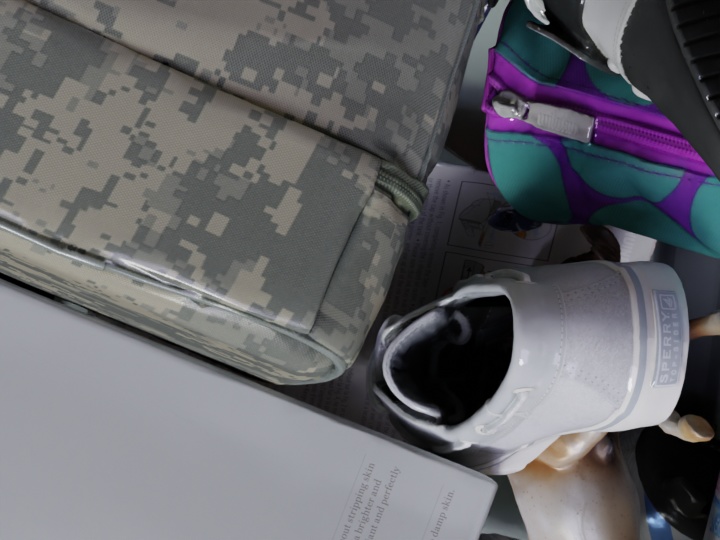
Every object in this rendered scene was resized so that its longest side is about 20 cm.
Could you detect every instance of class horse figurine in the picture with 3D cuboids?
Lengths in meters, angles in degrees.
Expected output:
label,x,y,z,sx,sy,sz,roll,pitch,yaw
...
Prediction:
label,x,y,z,sx,sy,sz,roll,pitch,yaw
horse figurine,0.087,0.081,0.986,0.050,0.201,0.132,-10,-175,-38

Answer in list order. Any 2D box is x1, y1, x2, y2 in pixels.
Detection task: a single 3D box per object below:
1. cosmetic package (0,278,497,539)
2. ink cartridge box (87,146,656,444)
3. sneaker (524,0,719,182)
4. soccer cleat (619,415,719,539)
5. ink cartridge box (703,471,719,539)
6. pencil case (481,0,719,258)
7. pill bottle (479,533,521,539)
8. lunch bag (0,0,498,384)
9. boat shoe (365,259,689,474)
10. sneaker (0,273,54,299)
label,x,y,z,sx,sy,sz,roll,pitch,yaw
cosmetic package,-0.065,0.086,0.941,0.199,0.113,0.081,23,174,3
ink cartridge box,0.000,0.000,1.031,0.199,0.050,0.161,6,137,-4
sneaker,0.082,-0.092,0.832,0.074,0.201,0.089,-8,154,-35
soccer cleat,0.166,0.129,1.114,0.200,0.070,0.086,36,136,-16
ink cartridge box,0.201,0.094,1.002,0.145,0.083,0.201,9,115,-3
pencil case,0.128,-0.036,0.869,0.199,0.092,0.086,16,105,42
pill bottle,-0.033,0.122,1.059,0.199,0.113,0.113,14,137,-18
lunch bag,-0.063,-0.072,0.882,0.199,0.168,0.139,24,173,-10
boat shoe,0.039,0.033,0.924,0.068,0.072,0.200,5,177,-19
sneaker,-0.176,0.018,1.059,0.115,0.076,0.200,11,137,4
